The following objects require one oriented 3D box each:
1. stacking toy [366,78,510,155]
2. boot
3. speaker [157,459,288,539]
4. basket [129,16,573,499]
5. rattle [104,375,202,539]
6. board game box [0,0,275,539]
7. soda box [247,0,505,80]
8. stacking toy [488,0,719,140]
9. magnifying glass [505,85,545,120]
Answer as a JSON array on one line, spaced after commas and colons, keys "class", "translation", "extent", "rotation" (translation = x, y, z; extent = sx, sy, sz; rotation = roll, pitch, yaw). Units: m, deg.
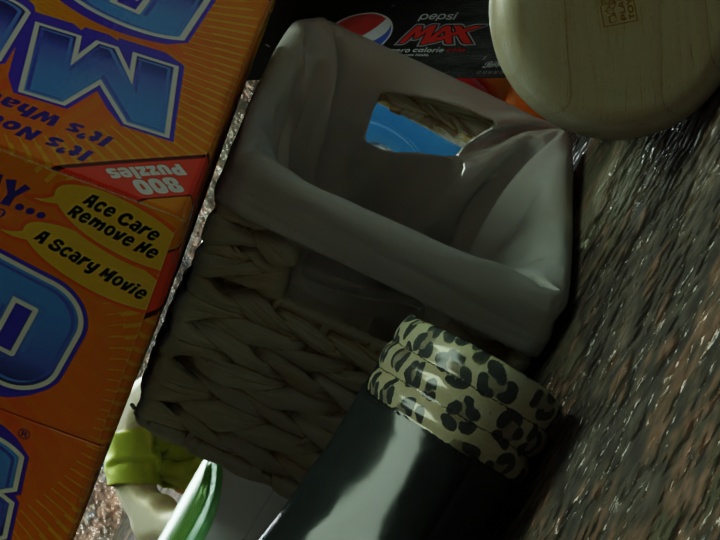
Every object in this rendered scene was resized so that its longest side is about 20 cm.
[{"class": "stacking toy", "translation": [0.060, -0.113, 1.205], "extent": [0.200, 0.116, 0.110], "rotation": [-51, 1, -36]}, {"class": "boot", "translation": [-0.004, 0.094, 0.806], "extent": [0.154, 0.073, 0.204], "rotation": [-60, 11, -5]}, {"class": "speaker", "translation": [-0.057, 0.144, 1.000], "extent": [0.201, 0.088, 0.089], "rotation": [-60, 5, 21]}, {"class": "basket", "translation": [0.000, 0.000, 0.934], "extent": [0.200, 0.135, 0.124], "rotation": [-75, 10, -67]}, {"class": "rattle", "translation": [-0.081, 0.118, 1.695], "extent": [0.200, 0.142, 0.131], "rotation": [-41, 48, 30]}, {"class": "board game box", "translation": [-0.166, -0.024, 0.889], "extent": [0.200, 0.199, 0.200], "rotation": [-75, 7, -58]}, {"class": "soda box", "translation": [0.021, -0.130, 1.051], "extent": [0.071, 0.199, 0.064], "rotation": [-55, 46, 49]}, {"class": "stacking toy", "translation": [0.086, -0.090, 0.872], "extent": [0.086, 0.085, 0.200], "rotation": [-61, 1, 2]}, {"class": "magnifying glass", "translation": [0.086, -0.104, 1.015], "extent": [0.200, 0.079, 0.022], "rotation": [103, -171, -67]}]
